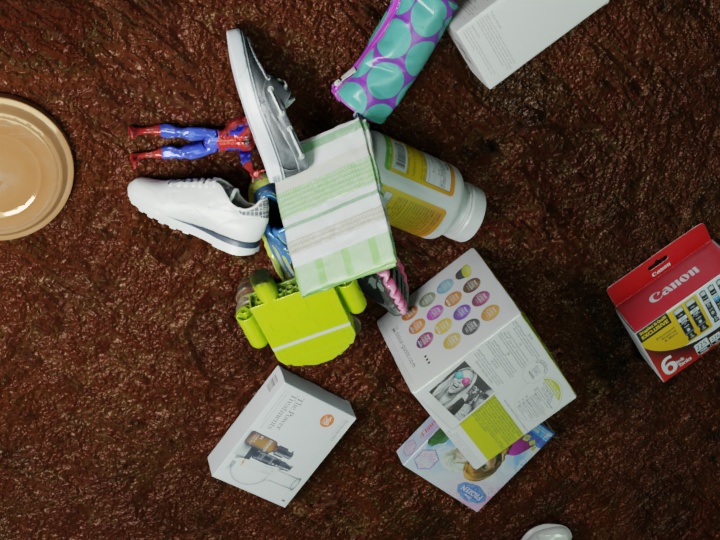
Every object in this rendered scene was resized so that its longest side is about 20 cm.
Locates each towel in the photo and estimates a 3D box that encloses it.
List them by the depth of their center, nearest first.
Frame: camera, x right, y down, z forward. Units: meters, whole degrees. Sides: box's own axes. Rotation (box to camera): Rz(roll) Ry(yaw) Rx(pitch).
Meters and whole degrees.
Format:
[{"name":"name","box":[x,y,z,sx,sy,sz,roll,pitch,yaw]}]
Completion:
[{"name":"towel","box":[-0.034,-0.081,1.452,0.147,0.204,0.031,-19,164,21]}]

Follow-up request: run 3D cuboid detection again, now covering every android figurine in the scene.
[{"name":"android figurine","box":[-0.079,0.063,1.573,0.179,0.041,0.201,-20,134,7]}]

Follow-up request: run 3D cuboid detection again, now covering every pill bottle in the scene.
[{"name":"pill bottle","box":[0.076,-0.111,1.574,0.197,0.111,0.112,20,112,-27]}]

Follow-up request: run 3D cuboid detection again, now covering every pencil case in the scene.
[{"name":"pencil case","box":[0.042,-0.292,1.475,0.091,0.085,0.201,23,110,-34]}]

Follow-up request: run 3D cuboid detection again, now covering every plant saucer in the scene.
[{"name":"plant saucer","box":[-0.469,-0.128,1.437,0.196,0.032,0.204,-8,120,-14]}]

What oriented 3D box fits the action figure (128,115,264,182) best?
[{"name":"action figure","box":[-0.200,-0.160,1.469,0.196,0.099,0.066,-8,120,-16]}]

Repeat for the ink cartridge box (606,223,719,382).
[{"name":"ink cartridge box","box":[0.529,0.052,1.831,0.199,0.084,0.176,-36,123,6]}]

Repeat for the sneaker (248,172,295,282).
[{"name":"sneaker","box":[-0.099,-0.034,1.541,0.075,0.105,0.202,-28,107,3]}]

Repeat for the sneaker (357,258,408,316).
[{"name":"sneaker","box":[0.000,0.000,1.650,0.094,0.080,0.201,-23,126,23]}]

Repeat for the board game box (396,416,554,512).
[{"name":"board game box","box":[0.196,0.291,1.888,0.199,0.041,0.200,35,104,-31]}]

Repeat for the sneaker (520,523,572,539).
[{"name":"sneaker","box":[0.304,0.536,2.031,0.197,0.100,0.076,-27,122,-3]}]

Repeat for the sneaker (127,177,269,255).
[{"name":"sneaker","box":[-0.215,-0.092,1.488,0.197,0.077,0.082,21,113,5]}]

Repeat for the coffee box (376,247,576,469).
[{"name":"coffee box","box":[0.175,0.131,1.693,0.197,0.200,0.201,-36,123,5]}]

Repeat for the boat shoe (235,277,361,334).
[{"name":"boat shoe","box":[-0.089,0.052,1.639,0.197,0.068,0.072,14,132,-24]}]

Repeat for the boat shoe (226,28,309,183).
[{"name":"boat shoe","box":[-0.118,-0.219,1.441,0.067,0.072,0.203,-19,91,-6]}]

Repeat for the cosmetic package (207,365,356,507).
[{"name":"cosmetic package","box":[-0.125,0.266,1.766,0.150,0.052,0.201,28,107,-32]}]

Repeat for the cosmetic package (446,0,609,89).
[{"name":"cosmetic package","box":[0.218,-0.353,1.496,0.199,0.085,0.108,-35,124,4]}]
